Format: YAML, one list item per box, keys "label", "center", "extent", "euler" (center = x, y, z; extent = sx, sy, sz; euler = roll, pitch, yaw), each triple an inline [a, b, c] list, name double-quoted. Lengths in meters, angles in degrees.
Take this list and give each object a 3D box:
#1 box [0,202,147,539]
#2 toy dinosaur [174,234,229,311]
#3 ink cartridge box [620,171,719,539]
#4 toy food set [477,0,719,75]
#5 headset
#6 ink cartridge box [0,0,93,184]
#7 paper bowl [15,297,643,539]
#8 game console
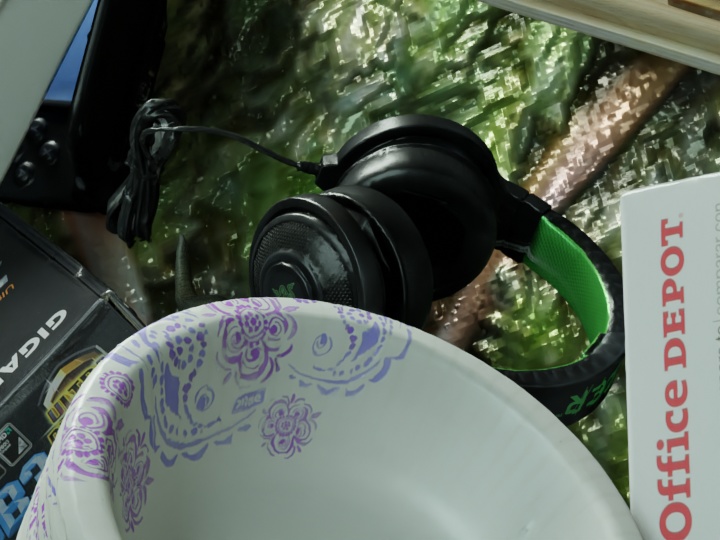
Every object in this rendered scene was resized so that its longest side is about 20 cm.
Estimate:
- label: "box"
  center: [-0.176, 0.068, 1.099]
  extent: [0.200, 0.050, 0.198]
  euler: [-47, 24, -5]
- label: "toy dinosaur"
  center: [-0.029, 0.053, 1.091]
  extent: [0.077, 0.102, 0.201]
  euler: [-29, 61, 20]
- label: "ink cartridge box"
  center: [0.190, 0.034, 0.970]
  extent: [0.199, 0.084, 0.145]
  euler: [-11, 67, 29]
- label: "toy food set"
  center: [0.128, -0.140, 1.040]
  extent: [0.200, 0.061, 0.143]
  euler: [21, 47, 36]
- label: "headset"
  center: [0.000, 0.000, 1.072]
  extent: [0.200, 0.124, 0.094]
  euler: [31, 126, 11]
- label: "ink cartridge box"
  center: [-0.168, -0.130, 1.189]
  extent: [0.116, 0.067, 0.200]
  euler: [-60, 28, 21]
- label: "paper bowl"
  center: [-0.013, 0.113, 0.940]
  extent: [0.201, 0.200, 0.105]
  euler: [55, 136, 33]
- label: "game console"
  center: [-0.128, -0.135, 1.212]
  extent: [0.175, 0.116, 0.201]
  euler: [6, 76, 33]
